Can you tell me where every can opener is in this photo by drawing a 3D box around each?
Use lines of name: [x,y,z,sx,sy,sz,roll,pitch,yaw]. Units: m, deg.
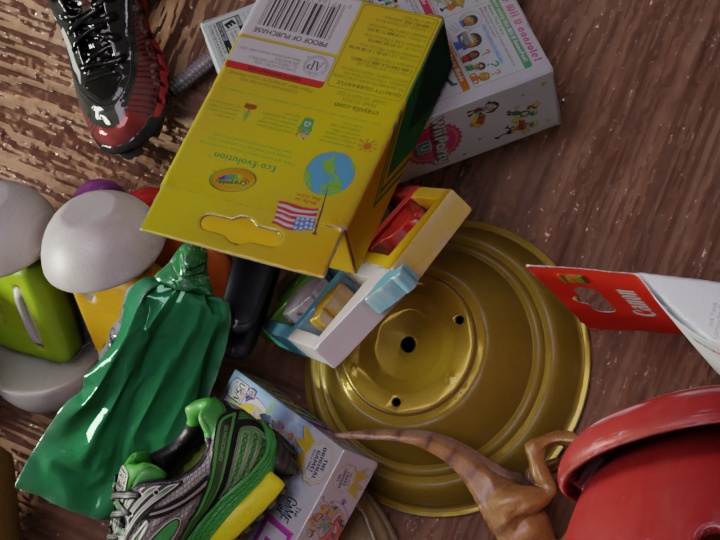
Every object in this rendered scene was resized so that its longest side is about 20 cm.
can opener: [-0.066,-0.025,1.416,0.078,0.064,0.201,4,54,6]

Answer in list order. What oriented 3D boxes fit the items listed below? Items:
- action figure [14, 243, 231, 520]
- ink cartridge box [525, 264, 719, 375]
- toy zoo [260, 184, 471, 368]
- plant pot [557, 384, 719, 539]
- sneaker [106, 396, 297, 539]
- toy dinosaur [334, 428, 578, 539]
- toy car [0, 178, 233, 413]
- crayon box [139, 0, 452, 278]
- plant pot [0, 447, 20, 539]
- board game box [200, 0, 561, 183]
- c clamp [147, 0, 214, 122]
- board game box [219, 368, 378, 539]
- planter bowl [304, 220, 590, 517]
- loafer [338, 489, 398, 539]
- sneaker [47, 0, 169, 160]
action figure: [-0.134,0.069,1.352,0.118,0.055,0.201,17,114,-13]
ink cartridge box: [0.210,0.045,1.272,0.199,0.162,0.050,4,76,22]
toy zoo: [0.000,0.000,1.350,0.020,0.200,0.131,44,80,-16]
plant pot: [0.205,0.174,1.226,0.200,0.200,0.183,-15,66,17]
sneaker: [-0.136,0.160,1.328,0.200,0.085,0.078,-49,28,-5]
toy dinosaur: [0.093,0.141,1.317,0.106,0.060,0.200,-40,91,-21]
toy car: [-0.179,0.002,1.447,0.199,0.176,0.150,6,43,26]
crayon box: [-0.038,-0.078,1.305,0.126,0.051,0.201,15,60,19]
plant pot: [-0.303,0.210,1.424,0.185,0.186,0.201,5,73,22]
board game box: [0.012,-0.131,1.398,0.199,0.064,0.148,-21,56,-2]
c clamp: [-0.109,-0.176,1.520,0.200,0.027,0.171,-32,67,12]
board game box: [-0.083,0.181,1.384,0.134,0.034,0.201,31,94,49]
planter bowl: [0.042,0.054,1.377,0.199,0.083,0.201,-5,75,20]
loafer: [-0.008,0.223,1.362,0.075,0.068,0.201,-21,71,15]
sneaker: [-0.183,-0.178,1.488,0.071,0.098,0.201,-14,67,18]
